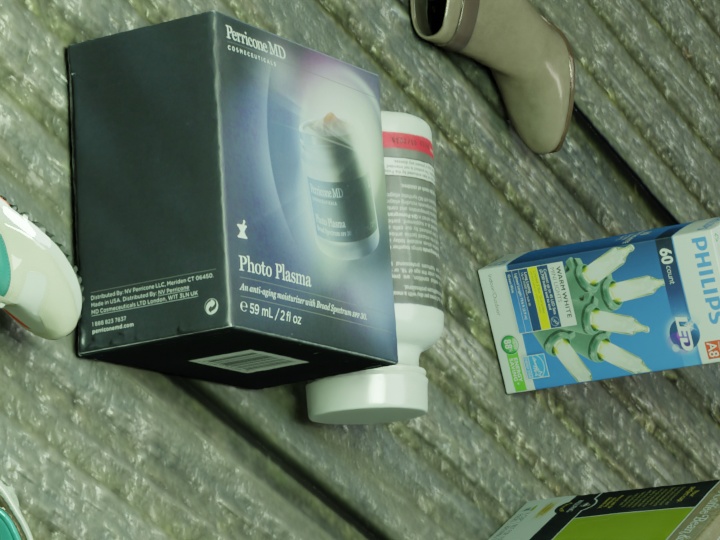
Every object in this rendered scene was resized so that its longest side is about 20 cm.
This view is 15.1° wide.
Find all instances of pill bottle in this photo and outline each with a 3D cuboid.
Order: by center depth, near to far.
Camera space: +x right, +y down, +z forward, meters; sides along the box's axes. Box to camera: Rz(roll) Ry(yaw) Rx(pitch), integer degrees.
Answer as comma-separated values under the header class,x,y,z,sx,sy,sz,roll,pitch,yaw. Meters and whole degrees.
class,x,y,z,sx,sy,sz,roll,pitch,yaw
pill bottle,0.000,0.000,1.845,0.111,0.110,0.201,15,69,-57

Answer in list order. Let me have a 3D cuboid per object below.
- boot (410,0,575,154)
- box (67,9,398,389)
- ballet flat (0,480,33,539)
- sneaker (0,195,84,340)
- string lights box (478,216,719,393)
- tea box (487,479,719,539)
class,x,y,z,sx,sy,sz,roll,pitch,yaw
boot,0.096,-0.187,2.117,0.146,0.070,0.201,-7,87,-53
box,-0.078,-0.040,1.715,0.200,0.123,0.199,15,68,-58
ballet flat,-0.220,0.120,1.494,0.069,0.069,0.201,-52,125,-52
sneaker,-0.235,-0.011,1.512,0.094,0.070,0.200,-57,134,-26
string lights box,0.199,0.026,2.084,0.059,0.199,0.103,-25,102,-59
tea box,0.184,0.254,1.997,0.200,0.196,0.134,-34,110,-57
